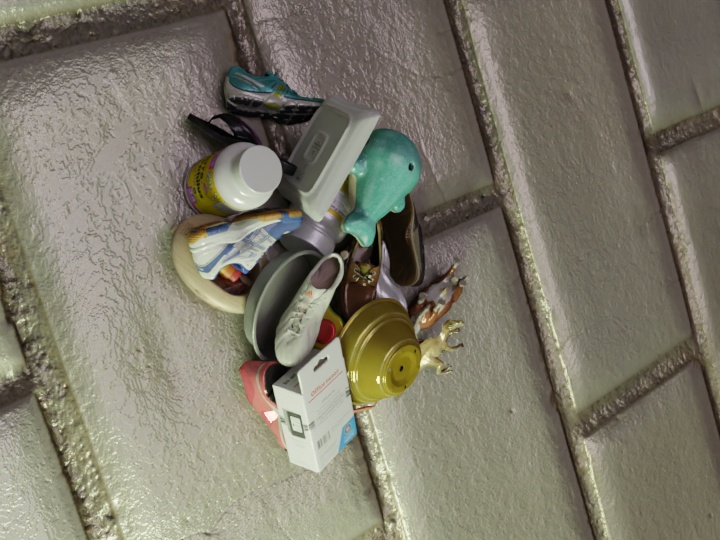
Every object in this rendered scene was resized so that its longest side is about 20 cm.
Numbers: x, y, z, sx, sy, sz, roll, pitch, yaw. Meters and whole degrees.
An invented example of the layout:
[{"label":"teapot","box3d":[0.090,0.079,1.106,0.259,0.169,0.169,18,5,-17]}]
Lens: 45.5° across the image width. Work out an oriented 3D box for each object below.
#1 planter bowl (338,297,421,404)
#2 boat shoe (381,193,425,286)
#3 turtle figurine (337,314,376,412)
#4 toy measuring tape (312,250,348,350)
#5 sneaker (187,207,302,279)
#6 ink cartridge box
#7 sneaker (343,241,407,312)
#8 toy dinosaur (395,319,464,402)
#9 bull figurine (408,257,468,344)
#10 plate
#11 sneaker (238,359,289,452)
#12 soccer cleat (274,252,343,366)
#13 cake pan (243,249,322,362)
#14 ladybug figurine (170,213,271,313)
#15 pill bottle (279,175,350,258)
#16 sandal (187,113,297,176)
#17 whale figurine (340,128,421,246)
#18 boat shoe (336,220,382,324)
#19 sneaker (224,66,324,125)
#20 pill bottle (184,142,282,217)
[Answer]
[{"label":"planter bowl","box3d":[0.047,0.157,1.490,0.199,0.083,0.203,-22,124,-38]},{"label":"boat shoe","box3d":[0.082,-0.065,1.627,0.065,0.072,0.203,24,59,-61]},{"label":"turtle figurine","box3d":[-0.032,0.164,1.531,0.198,0.064,0.164,19,76,-30]},{"label":"toy measuring tape","box3d":[-0.043,0.070,1.472,0.073,0.073,0.202,26,87,-28]},{"label":"sneaker","box3d":[-0.180,-0.044,1.374,0.198,0.075,0.089,-18,106,-28]},{"label":"ink cartridge box","box3d":[-0.076,0.213,1.416,0.116,0.066,0.203,-38,129,-43]},{"label":"sneaker","box3d":[0.018,0.038,1.578,0.098,0.078,0.202,-22,90,-24]},{"label":"toy dinosaur","box3d":[0.134,0.163,1.637,0.101,0.058,0.201,19,113,-47]},{"label":"bull figurine","box3d":[0.137,0.065,1.630,0.065,0.122,0.200,38,56,6]},{"label":"plate","box3d":[-0.065,-0.198,1.427,0.032,0.199,0.202,27,96,-31]},{"label":"sneaker","box3d":[-0.146,0.223,1.454,0.074,0.086,0.202,-47,134,-36]},{"label":"soccer cleat","box3d":[-0.084,0.059,1.395,0.069,0.078,0.202,25,72,2]},{"label":"cake pan","box3d":[-0.126,0.056,1.440,0.200,0.036,0.203,-39,140,-42]},{"label":"ladybug figurine","box3d":[-0.234,-0.011,1.410,0.200,0.072,0.137,43,64,-23]},{"label":"pill bottle","box3d":[-0.058,-0.121,1.508,0.114,0.114,0.202,36,69,-25]},{"label":"sandal","box3d":[-0.191,-0.221,1.426,0.198,0.075,0.048,26,98,-3]},{"label":"whale figurine","box3d":[0.036,-0.142,1.446,0.159,0.103,0.202,38,65,-43]},{"label":"boat shoe","box3d":[0.000,0.000,1.503,0.071,0.068,0.203,6,79,-8]},{"label":"sneaker","box3d":[-0.143,-0.309,1.497,0.198,0.077,0.081,7,70,-34]},{"label":"pill bottle","box3d":[-0.201,-0.144,1.367,0.103,0.199,0.106,3,84,-32]}]
